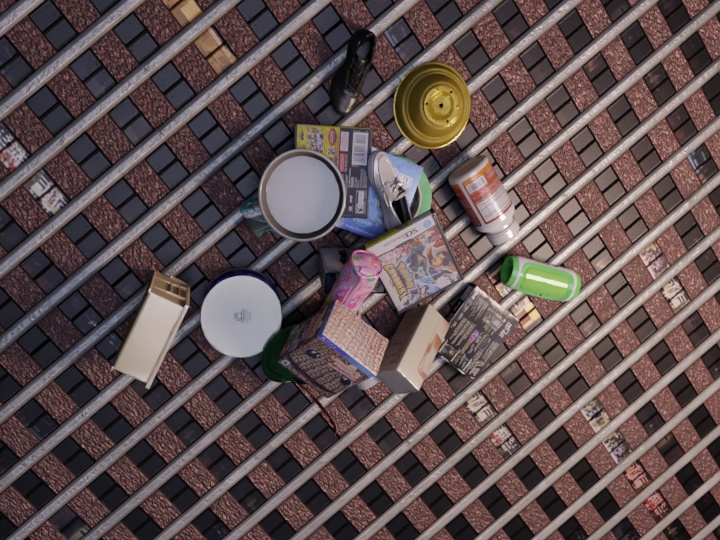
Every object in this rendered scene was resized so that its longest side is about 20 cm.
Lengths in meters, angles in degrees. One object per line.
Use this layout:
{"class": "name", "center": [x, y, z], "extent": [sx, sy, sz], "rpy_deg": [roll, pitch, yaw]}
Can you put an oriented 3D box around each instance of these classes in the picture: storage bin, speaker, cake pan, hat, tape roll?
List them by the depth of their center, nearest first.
{"class": "cake pan", "center": [-0.129, -0.168, 1.559], "extent": [0.195, 0.037, 0.206], "rpy_deg": [0, 99, -1]}
{"class": "storage bin", "center": [-0.468, 0.124, 1.573], "extent": [0.092, 0.199, 0.203], "rpy_deg": [25, 96, -16]}
{"class": "hat", "center": [-0.118, 0.250, 1.655], "extent": [0.199, 0.176, 0.167], "rpy_deg": [29, 100, -46]}
{"class": "tape roll", "center": [0.074, -0.177, 1.696], "extent": [0.195, 0.048, 0.206], "rpy_deg": [-2, 101, -10]}
{"class": "speaker", "center": [0.463, 0.021, 1.796], "extent": [0.195, 0.088, 0.091], "rpy_deg": [13, 99, -14]}

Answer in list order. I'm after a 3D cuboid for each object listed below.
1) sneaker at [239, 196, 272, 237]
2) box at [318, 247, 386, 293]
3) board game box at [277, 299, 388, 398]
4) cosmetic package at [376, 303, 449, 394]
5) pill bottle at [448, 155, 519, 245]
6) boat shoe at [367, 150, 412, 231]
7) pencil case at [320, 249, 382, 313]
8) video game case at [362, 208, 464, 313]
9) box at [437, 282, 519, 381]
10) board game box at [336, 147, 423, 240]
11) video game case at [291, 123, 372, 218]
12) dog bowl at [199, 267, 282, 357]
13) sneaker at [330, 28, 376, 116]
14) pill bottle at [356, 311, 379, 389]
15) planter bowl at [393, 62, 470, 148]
{"class": "sneaker", "center": [-0.182, -0.135, 1.652], "extent": [0.195, 0.078, 0.093], "rpy_deg": [-12, 120, -5]}
{"class": "box", "center": [0.000, 0.000, 1.680], "extent": [0.195, 0.117, 0.061], "rpy_deg": [0, 121, -12]}
{"class": "board game box", "center": [-0.064, 0.181, 1.569], "extent": [0.158, 0.199, 0.098], "rpy_deg": [38, 49, -16]}
{"class": "cosmetic package", "center": [0.128, 0.193, 1.708], "extent": [0.087, 0.103, 0.202], "rpy_deg": [43, 58, -18]}
{"class": "pill bottle", "center": [0.308, -0.169, 1.712], "extent": [0.111, 0.112, 0.202], "rpy_deg": [-34, 106, -2]}
{"class": "boat shoe", "center": [0.074, -0.174, 1.580], "extent": [0.071, 0.065, 0.205], "rpy_deg": [-25, 108, -36]}
{"class": "pencil case", "center": [-0.023, 0.046, 1.566], "extent": [0.086, 0.089, 0.201], "rpy_deg": [21, 130, -14]}
{"class": "video game case", "center": [0.125, -0.018, 1.603], "extent": [0.178, 0.026, 0.202], "rpy_deg": [-27, 121, 5]}
{"class": "box", "center": [0.291, 0.160, 1.811], "extent": [0.159, 0.044, 0.202], "rpy_deg": [35, 93, -16]}
{"class": "board game box", "center": [0.024, -0.182, 1.639], "extent": [0.196, 0.043, 0.203], "rpy_deg": [18, 96, -13]}
{"class": "video game case", "center": [-0.065, -0.225, 1.584], "extent": [0.176, 0.026, 0.206], "rpy_deg": [3, 99, -1]}
{"class": "dog bowl", "center": [-0.284, 0.101, 1.667], "extent": [0.195, 0.079, 0.206], "rpy_deg": [-2, 102, -11]}
{"class": "sneaker", "center": [-0.016, -0.456, 1.600], "extent": [0.074, 0.091, 0.205], "rpy_deg": [15, 100, -15]}
{"class": "pill bottle", "center": [-0.019, 0.187, 1.719], "extent": [0.112, 0.113, 0.203], "rpy_deg": [-31, 105, -3]}
{"class": "planter bowl", "center": [0.181, -0.391, 1.655], "extent": [0.195, 0.083, 0.206], "rpy_deg": [-2, 101, -10]}
